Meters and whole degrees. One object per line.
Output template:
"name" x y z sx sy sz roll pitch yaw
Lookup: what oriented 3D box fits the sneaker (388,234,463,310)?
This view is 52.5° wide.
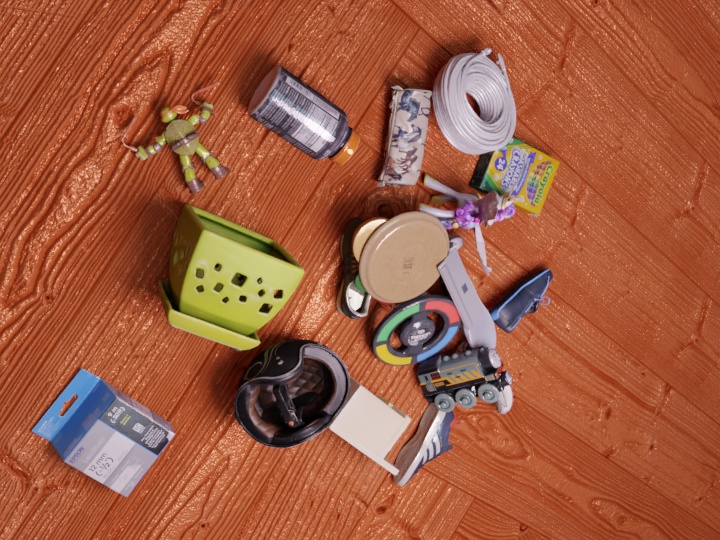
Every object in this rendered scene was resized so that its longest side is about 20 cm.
"sneaker" 0.130 0.004 1.509 0.199 0.075 0.115 -23 111 -14

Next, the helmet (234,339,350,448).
"helmet" -0.126 0.222 1.373 0.191 0.199 0.201 -43 125 -60

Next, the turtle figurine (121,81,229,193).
"turtle figurine" -0.296 -0.228 1.274 0.200 0.064 0.162 -36 113 -13

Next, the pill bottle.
"pill bottle" -0.097 -0.273 1.331 0.200 0.106 0.106 32 87 -26

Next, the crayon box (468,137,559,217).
"crayon box" 0.344 -0.203 1.572 0.199 0.052 0.126 20 92 -27

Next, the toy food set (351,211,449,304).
"toy food set" 0.079 -0.023 1.388 0.199 0.049 0.199 -19 125 -18

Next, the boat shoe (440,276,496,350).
"boat shoe" 0.224 0.092 1.562 0.070 0.066 0.201 -32 100 -21

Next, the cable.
"cable" 0.225 -0.329 1.444 0.200 0.069 0.201 -22 95 -38

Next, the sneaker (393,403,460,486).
"sneaker" 0.151 0.392 1.595 0.084 0.075 0.200 35 85 -21

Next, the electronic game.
"electronic game" 0.116 0.126 1.501 0.199 0.042 0.201 -14 137 -14

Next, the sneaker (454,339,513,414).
"sneaker" 0.272 0.237 1.625 0.082 0.078 0.200 -32 102 -11

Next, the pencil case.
"pencil case" 0.083 -0.258 1.429 0.089 0.078 0.201 5 98 -25

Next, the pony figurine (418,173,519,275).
"pony figurine" 0.215 -0.111 1.447 0.199 0.193 0.167 9 133 5

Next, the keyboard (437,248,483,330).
"keyboard" 0.203 0.041 1.464 0.056 0.011 0.200 -51 135 -23

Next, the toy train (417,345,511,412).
"toy train" 0.215 0.226 1.538 0.114 0.199 0.085 63 32 -13

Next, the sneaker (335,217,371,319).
"sneaker" 0.000 0.000 1.439 0.067 0.090 0.201 3 99 -23

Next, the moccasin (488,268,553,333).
"moccasin" 0.359 0.069 1.608 0.200 0.080 0.068 -36 91 -26

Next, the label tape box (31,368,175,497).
"label tape box" -0.458 0.291 1.310 0.200 0.066 0.143 41 83 -27

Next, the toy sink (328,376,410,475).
"toy sink" 0.015 0.303 1.487 0.200 0.130 0.112 41 83 -24

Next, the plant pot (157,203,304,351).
"plant pot" -0.242 0.018 1.282 0.198 0.200 0.182 24 96 -27
